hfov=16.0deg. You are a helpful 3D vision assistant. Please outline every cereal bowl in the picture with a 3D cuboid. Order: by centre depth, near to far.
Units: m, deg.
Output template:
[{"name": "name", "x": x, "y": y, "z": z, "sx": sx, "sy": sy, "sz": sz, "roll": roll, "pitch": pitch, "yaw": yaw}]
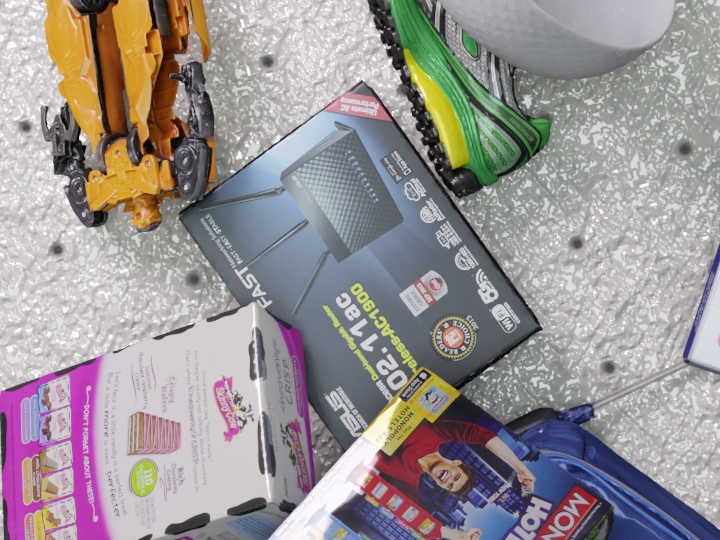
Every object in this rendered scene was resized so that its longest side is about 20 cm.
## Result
[{"name": "cereal bowl", "x": 0.099, "y": -0.200, "z": 1.596, "sx": 0.083, "sy": 0.200, "sz": 0.200, "roll": -38, "pitch": 88, "yaw": 38}]

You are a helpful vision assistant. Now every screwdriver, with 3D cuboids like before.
[{"name": "screwdriver", "x": 0.166, "y": 0.085, "z": 1.660, "sx": 0.199, "sy": 0.028, "sz": 0.029, "roll": -21, "pitch": 60, "yaw": 1}]

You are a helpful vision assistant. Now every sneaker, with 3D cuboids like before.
[{"name": "sneaker", "x": 0.058, "y": -0.153, "z": 1.648, "sx": 0.085, "sy": 0.078, "sz": 0.201, "roll": -23, "pitch": 95, "yaw": -6}]

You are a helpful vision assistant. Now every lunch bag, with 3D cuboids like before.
[{"name": "lunch bag", "x": 0.151, "y": 0.202, "z": 1.593, "sx": 0.200, "sy": 0.132, "sz": 0.136, "roll": 35, "pitch": 101, "yaw": -3}]

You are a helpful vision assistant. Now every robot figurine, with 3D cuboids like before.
[{"name": "robot figurine", "x": -0.144, "y": -0.124, "z": 1.639, "sx": 0.145, "sy": 0.058, "sz": 0.201, "roll": -12, "pitch": 86, "yaw": 40}]

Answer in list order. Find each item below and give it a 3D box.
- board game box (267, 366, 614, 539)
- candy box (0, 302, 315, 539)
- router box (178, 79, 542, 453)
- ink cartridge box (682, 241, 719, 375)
[{"name": "board game box", "x": 0.050, "y": 0.193, "z": 1.492, "sx": 0.200, "sy": 0.062, "sz": 0.200, "roll": 37, "pitch": 75, "yaw": 24}, {"name": "candy box", "x": -0.128, "y": 0.117, "z": 1.603, "sx": 0.199, "sy": 0.061, "sz": 0.137, "roll": -19, "pitch": 60, "yaw": 25}, {"name": "router box", "x": 0.000, "y": 0.000, "z": 1.649, "sx": 0.150, "sy": 0.062, "sz": 0.200, "roll": -36, "pitch": 88, "yaw": 4}, {"name": "ink cartridge box", "x": 0.325, "y": -0.005, "z": 1.600, "sx": 0.199, "sy": 0.043, "sz": 0.197, "roll": 18, "pitch": 90, "yaw": 1}]
